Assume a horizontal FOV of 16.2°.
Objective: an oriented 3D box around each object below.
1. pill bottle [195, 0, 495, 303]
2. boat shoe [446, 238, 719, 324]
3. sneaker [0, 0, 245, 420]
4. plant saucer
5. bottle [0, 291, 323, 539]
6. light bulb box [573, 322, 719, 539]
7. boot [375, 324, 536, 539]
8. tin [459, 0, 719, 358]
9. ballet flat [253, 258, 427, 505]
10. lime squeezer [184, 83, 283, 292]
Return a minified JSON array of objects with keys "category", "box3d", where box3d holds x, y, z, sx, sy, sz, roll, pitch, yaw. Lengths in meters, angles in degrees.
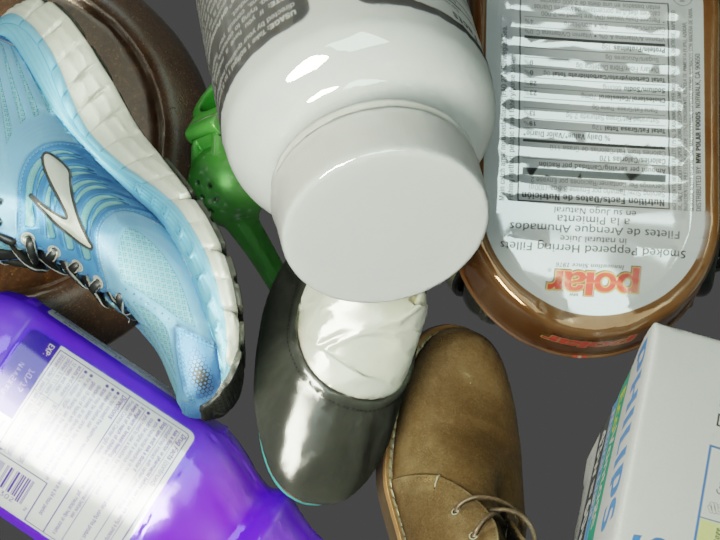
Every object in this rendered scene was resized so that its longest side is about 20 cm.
[{"category":"pill bottle","box3d":[-0.007,-0.086,1.025,0.110,0.111,0.200,-6,46,-8]},{"category":"boat shoe","box3d":[0.135,-0.019,1.108,0.201,0.074,0.063,-20,68,-16]},{"category":"sneaker","box3d":[-0.117,-0.014,1.049,0.090,0.078,0.200,-31,69,-15]},{"category":"plant saucer","box3d":[-0.161,-0.055,1.111,0.199,0.035,0.201,2,72,-6]},{"category":"bottle","box3d":[-0.089,0.092,1.051,0.200,0.065,0.084,33,94,-1]},{"category":"light bulb box","box3d":[0.181,0.154,1.012,0.199,0.125,0.199,16,56,0]},{"category":"boot","box3d":[0.051,0.110,1.047,0.073,0.075,0.201,14,62,-26]},{"category":"tin","box3d":[0.095,-0.064,1.062,0.111,0.042,0.201,2,74,0]},{"category":"ballet flat","box3d":[0.000,0.000,1.065,0.068,0.068,0.201,20,56,-14]},{"category":"lime squeezer","box3d":[-0.044,-0.058,1.111,0.070,0.038,0.201,5,70,-27]}]
